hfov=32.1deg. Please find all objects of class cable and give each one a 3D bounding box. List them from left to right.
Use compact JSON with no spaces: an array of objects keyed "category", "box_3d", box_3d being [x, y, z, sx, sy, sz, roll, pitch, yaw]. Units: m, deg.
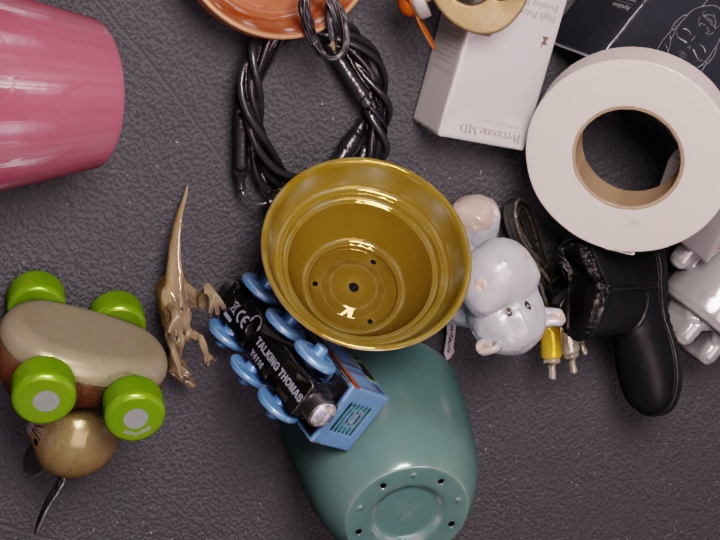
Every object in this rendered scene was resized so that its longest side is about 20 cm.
[{"category":"cable","box_3d":[-0.043,-0.156,1.187,0.162,0.051,0.202,-4,111,-20]},{"category":"cable","box_3d":[0.207,0.011,1.345,0.097,0.050,0.202,-30,114,-45]}]

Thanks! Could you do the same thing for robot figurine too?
[{"category":"robot figurine","box_3d":[0.419,0.007,1.399,0.169,0.113,0.201,36,94,-27]}]

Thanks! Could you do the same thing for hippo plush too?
[{"category":"hippo plush","box_3d":[0.104,0.031,1.255,0.158,0.161,0.202,-19,116,-14]}]

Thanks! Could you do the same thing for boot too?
[{"category":"boot","box_3d":[0.267,0.064,1.329,0.167,0.076,0.202,-5,91,-48]}]

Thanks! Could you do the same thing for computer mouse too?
[{"category":"computer mouse","box_3d":[-0.033,-0.285,1.098,0.058,0.034,0.202,-6,105,-21]}]

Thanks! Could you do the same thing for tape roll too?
[{"category":"tape roll","box_3d":[0.258,-0.113,1.201,0.201,0.037,0.204,11,123,16]}]

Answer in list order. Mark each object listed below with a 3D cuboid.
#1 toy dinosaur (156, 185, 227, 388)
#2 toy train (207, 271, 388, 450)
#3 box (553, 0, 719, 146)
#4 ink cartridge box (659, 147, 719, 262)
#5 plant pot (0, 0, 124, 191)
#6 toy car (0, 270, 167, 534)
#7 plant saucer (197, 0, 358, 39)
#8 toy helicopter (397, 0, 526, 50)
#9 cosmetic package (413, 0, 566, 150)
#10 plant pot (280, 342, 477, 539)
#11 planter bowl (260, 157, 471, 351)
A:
[{"category":"toy dinosaur","box_3d":[-0.172,0.029,1.180,0.058,0.101,0.202,-8,110,-29]},{"category":"toy train","box_3d":[-0.065,0.082,1.196,0.087,0.200,0.114,-51,139,11]},{"category":"box","box_3d":[0.316,-0.255,1.259,0.148,0.107,0.200,37,93,-30]},{"category":"ink cartridge box","box_3d":[0.405,-0.123,1.304,0.200,0.084,0.146,-42,160,-13]},{"category":"plant pot","box_3d":[-0.300,-0.146,1.020,0.178,0.200,0.202,-5,113,-37]},{"category":"toy car","box_3d":[-0.279,0.134,1.156,0.157,0.165,0.201,15,116,-26]},{"category":"plant saucer","box_3d":[-0.077,-0.305,1.105,0.199,0.032,0.202,-3,97,-26]},{"category":"toy helicopter","box_3d":[0.062,-0.288,1.117,0.200,0.079,0.132,41,108,-6]},{"category":"cosmetic package","box_3d":[0.131,-0.226,1.217,0.101,0.074,0.202,7,106,-23]},{"category":"plant pot","box_3d":[0.029,0.194,1.267,0.199,0.161,0.202,-6,122,-10]},{"category":"planter bowl","box_3d":[0.000,0.000,1.187,0.199,0.202,0.084,-12,155,-17]}]
